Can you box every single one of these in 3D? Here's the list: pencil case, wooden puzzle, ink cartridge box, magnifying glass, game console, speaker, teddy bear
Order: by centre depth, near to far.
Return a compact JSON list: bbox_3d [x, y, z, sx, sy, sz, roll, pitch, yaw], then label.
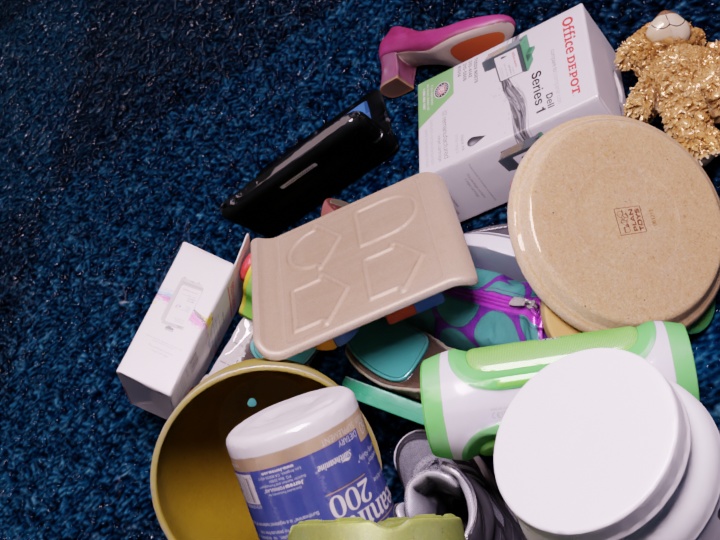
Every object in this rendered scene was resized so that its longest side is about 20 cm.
[{"bbox_3d":[0.147,0.090,0.813,0.196,0.089,0.090,-9,48,10],"label":"speaker"},{"bbox_3d":[0.066,0.129,0.957,0.198,0.079,0.023,18,85,37],"label":"magnifying glass"},{"bbox_3d":[0.115,0.037,0.969,0.198,0.092,0.086,11,64,47],"label":"pencil case"},{"bbox_3d":[0.000,0.000,0.983,0.197,0.047,0.186,-19,34,6],"label":"wooden puzzle"},{"bbox_3d":[0.304,-0.175,1.000,0.143,0.067,0.203,-18,47,27],"label":"teddy bear"},{"bbox_3d":[0.162,-0.158,1.100,0.198,0.084,0.148,-24,44,26],"label":"ink cartridge box"},{"bbox_3d":[-0.188,0.053,1.199,0.066,0.117,0.202,23,67,5],"label":"ink cartridge box"},{"bbox_3d":[-0.066,-0.141,1.273,0.198,0.175,0.118,-33,68,15],"label":"game console"}]

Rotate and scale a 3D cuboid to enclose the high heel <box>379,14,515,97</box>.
[{"bbox_3d":[0.097,-0.280,1.272,0.198,0.067,0.098,-15,58,37],"label":"high heel"}]

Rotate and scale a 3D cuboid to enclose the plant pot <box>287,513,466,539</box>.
[{"bbox_3d":[0.014,0.264,0.730,0.197,0.199,0.194,-12,73,34],"label":"plant pot"}]

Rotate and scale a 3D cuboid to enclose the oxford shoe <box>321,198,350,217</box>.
[{"bbox_3d":[0.007,0.004,1.132,0.076,0.069,0.201,-63,35,21],"label":"oxford shoe"}]

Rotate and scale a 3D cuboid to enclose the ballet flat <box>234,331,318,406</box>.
[{"bbox_3d":[-0.105,0.104,1.135,0.201,0.072,0.071,-51,39,-9],"label":"ballet flat"}]

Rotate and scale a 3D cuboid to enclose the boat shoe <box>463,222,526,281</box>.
[{"bbox_3d":[0.169,-0.023,0.993,0.198,0.070,0.067,2,49,42],"label":"boat shoe"}]

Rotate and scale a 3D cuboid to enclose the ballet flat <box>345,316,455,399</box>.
[{"bbox_3d":[0.064,0.097,0.957,0.198,0.063,0.068,19,57,43],"label":"ballet flat"}]

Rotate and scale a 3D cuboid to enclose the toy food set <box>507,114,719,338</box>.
[{"bbox_3d":[0.212,-0.032,0.886,0.195,0.049,0.202,-24,79,-17],"label":"toy food set"}]

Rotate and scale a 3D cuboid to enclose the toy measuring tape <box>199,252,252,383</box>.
[{"bbox_3d":[-0.117,0.038,1.186,0.073,0.074,0.202,11,62,46],"label":"toy measuring tape"}]

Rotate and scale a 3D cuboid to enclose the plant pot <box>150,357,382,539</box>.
[{"bbox_3d":[-0.084,0.163,0.986,0.200,0.200,0.142,-41,12,4],"label":"plant pot"}]

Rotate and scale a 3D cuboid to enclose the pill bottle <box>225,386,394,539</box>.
[{"bbox_3d":[-0.024,0.204,0.859,0.109,0.203,0.111,-19,6,2],"label":"pill bottle"}]

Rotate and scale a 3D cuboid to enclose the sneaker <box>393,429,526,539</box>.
[{"bbox_3d":[0.066,0.178,0.873,0.075,0.114,0.200,-43,39,2],"label":"sneaker"}]

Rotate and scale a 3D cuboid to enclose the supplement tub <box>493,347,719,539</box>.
[{"bbox_3d":[0.186,0.155,0.715,0.139,0.200,0.142,-23,43,24],"label":"supplement tub"}]
